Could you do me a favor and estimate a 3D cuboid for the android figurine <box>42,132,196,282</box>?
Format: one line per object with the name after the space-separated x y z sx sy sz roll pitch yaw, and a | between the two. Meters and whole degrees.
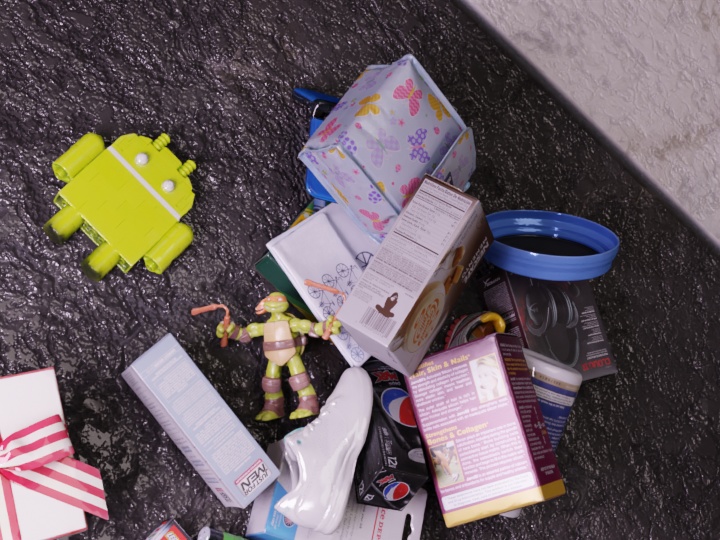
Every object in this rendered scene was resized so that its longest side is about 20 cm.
-0.281 -0.085 1.266 0.182 0.041 0.200 47 60 -7 | android figurine

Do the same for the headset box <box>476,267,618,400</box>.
0.267 0.089 1.484 0.147 0.077 0.203 -8 76 -30 | headset box

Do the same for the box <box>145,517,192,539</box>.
-0.184 0.387 1.160 0.200 0.035 0.110 49 57 -6 | box

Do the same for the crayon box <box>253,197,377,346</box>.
-0.025 0.014 1.365 0.200 0.051 0.126 45 58 -9 | crayon box

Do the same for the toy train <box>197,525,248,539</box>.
-0.107 0.338 1.192 0.199 0.042 0.057 29 40 -32 | toy train

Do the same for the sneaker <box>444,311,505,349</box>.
0.134 0.135 1.392 0.077 0.082 0.202 31 62 -16 | sneaker

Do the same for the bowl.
0.260 -0.036 1.468 0.198 0.200 0.040 -9 115 -30 | bowl

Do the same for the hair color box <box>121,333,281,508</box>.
-0.183 0.173 1.190 0.060 0.099 0.201 -39 94 -22 | hair color box

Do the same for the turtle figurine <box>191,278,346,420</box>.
-0.104 0.096 1.269 0.197 0.064 0.164 -6 90 12 | turtle figurine

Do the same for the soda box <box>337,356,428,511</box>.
0.024 0.186 1.271 0.063 0.071 0.201 16 36 -23 | soda box

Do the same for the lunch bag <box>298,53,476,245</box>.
0.053 -0.137 1.308 0.201 0.126 0.170 50 64 -26 | lunch bag

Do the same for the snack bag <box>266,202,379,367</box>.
0.000 0.000 1.333 0.199 0.021 0.190 -35 89 -41 | snack bag

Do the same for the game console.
0.004 -0.156 1.416 0.197 0.171 0.120 13 103 -25 | game console

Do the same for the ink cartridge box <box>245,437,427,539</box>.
-0.026 0.291 1.260 0.198 0.067 0.117 24 62 -19 | ink cartridge box

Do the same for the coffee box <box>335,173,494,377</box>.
0.068 0.007 1.232 0.079 0.115 0.201 27 77 25 | coffee box

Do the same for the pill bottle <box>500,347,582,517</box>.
0.202 0.208 1.354 0.110 0.111 0.203 19 93 -21 | pill bottle

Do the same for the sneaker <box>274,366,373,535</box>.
-0.044 0.194 1.207 0.087 0.075 0.202 21 59 -11 | sneaker

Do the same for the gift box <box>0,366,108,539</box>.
-0.365 0.213 1.031 0.182 0.186 0.203 -15 80 -31 | gift box

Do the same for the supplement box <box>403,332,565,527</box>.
0.148 0.191 1.263 0.103 0.129 0.203 11 61 -63 | supplement box
